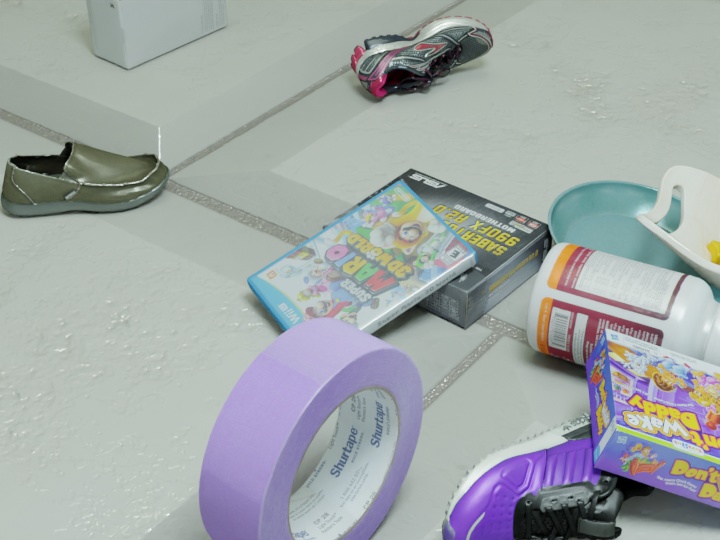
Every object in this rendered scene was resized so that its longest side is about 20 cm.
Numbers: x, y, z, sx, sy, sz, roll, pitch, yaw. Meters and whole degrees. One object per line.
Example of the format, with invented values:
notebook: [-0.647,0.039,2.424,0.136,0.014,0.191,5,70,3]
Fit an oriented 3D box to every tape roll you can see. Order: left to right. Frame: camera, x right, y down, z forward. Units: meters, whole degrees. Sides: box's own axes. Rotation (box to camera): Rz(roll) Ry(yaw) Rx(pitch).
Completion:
tape roll: [-0.034,0.142,0.986,0.065,0.202,0.200,24,41,33]

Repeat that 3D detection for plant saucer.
plant saucer: [0.292,-0.023,1.340,0.197,0.036,0.201,6,39,-5]

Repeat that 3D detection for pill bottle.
pill bottle: [0.265,0.049,1.191,0.198,0.111,0.110,17,38,23]

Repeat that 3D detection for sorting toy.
sorting toy: [0.367,-0.030,1.257,0.179,0.107,0.200,34,43,9]

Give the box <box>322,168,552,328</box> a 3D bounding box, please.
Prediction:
box: [0.082,-0.030,1.364,0.199,0.049,0.158,26,42,33]

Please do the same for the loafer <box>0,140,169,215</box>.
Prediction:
loafer: [-0.323,-0.111,1.475,0.198,0.070,0.075,-9,35,-11]

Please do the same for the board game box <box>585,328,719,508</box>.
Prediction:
board game box: [0.293,0.136,1.067,0.198,0.045,0.135,18,34,-6]

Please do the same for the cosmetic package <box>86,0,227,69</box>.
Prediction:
cosmetic package: [-0.293,-0.382,1.835,0.084,0.109,0.199,27,42,34]

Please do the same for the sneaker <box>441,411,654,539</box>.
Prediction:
sneaker: [0.162,0.187,1.031,0.199,0.070,0.099,-23,42,-27]

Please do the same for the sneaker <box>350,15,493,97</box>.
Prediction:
sneaker: [0.089,-0.282,1.713,0.198,0.081,0.075,-19,52,-11]

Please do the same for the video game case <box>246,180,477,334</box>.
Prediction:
video game case: [0.000,0.000,1.288,0.199,0.018,0.143,-33,49,-12]
